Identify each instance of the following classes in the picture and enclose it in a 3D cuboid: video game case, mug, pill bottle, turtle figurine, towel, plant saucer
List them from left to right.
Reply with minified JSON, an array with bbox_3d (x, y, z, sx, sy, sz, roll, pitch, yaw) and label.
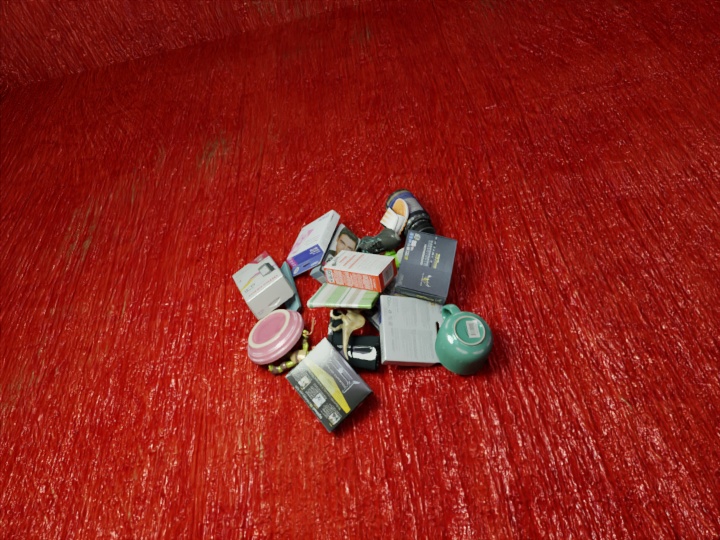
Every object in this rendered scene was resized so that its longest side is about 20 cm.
[{"bbox_3d":[-0.265,0.190,1.578,0.197,0.051,0.202,-24,31,16],"label":"plant saucer"},{"bbox_3d":[-0.234,0.065,1.710,0.019,0.070,0.202,10,41,-33],"label":"plant saucer"},{"bbox_3d":[-0.188,0.251,1.549,0.158,0.065,0.204,-11,60,16],"label":"turtle figurine"},{"bbox_3d":[-0.042,0.080,1.538,0.196,0.031,0.149,1,23,19],"label":"towel"},{"bbox_3d":[0.081,0.085,1.603,0.180,0.026,0.200,-39,68,-14],"label":"video game case"},{"bbox_3d":[0.171,-0.175,1.759,0.110,0.113,0.201,-25,52,-7],"label":"pill bottle"},{"bbox_3d":[0.274,0.182,1.431,0.184,0.115,0.152,35,60,19],"label":"mug"}]

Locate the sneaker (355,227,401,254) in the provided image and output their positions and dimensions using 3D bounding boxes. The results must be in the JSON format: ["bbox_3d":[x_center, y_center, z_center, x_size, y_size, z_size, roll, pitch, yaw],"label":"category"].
[{"bbox_3d":[0.053,-0.075,1.669,0.079,0.076,0.199,-47,17,-33],"label":"sneaker"}]

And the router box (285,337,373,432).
[{"bbox_3d":[-0.085,0.312,1.428,0.157,0.052,0.200,-42,72,-4],"label":"router box"}]

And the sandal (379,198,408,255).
[{"bbox_3d":[0.094,-0.135,1.708,0.079,0.058,0.210,31,105,48],"label":"sandal"}]

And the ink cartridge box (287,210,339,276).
[{"bbox_3d":[-0.168,-0.087,1.743,0.195,0.043,0.203,-23,37,47],"label":"ink cartridge box"}]

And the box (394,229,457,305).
[{"bbox_3d":[0.196,-0.012,1.555,0.154,0.051,0.203,14,65,6],"label":"box"}]

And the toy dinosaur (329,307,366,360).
[{"bbox_3d":[-0.039,0.151,1.495,0.099,0.059,0.202,12,47,15],"label":"toy dinosaur"}]

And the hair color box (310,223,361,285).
[{"bbox_3d":[-0.078,-0.043,1.720,0.060,0.099,0.202,-24,35,50],"label":"hair color box"}]

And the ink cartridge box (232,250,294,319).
[{"bbox_3d":[-0.316,0.044,1.686,0.147,0.086,0.200,-37,35,-8],"label":"ink cartridge box"}]

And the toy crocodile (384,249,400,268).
[{"bbox_3d":[0.073,-0.011,1.695,0.197,0.062,0.068,-23,69,-8],"label":"toy crocodile"}]

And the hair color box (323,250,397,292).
[{"bbox_3d":[0.000,0.000,1.584,0.197,0.065,0.111,10,36,32],"label":"hair color box"}]

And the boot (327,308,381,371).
[{"bbox_3d":[-0.013,0.204,1.536,0.164,0.077,0.203,-1,49,9],"label":"boot"}]

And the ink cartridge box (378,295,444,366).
[{"bbox_3d":[0.152,0.175,1.503,0.196,0.043,0.200,6,60,-14],"label":"ink cartridge box"}]

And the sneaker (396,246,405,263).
[{"bbox_3d":[0.214,-0.005,1.645,0.201,0.073,0.114,51,33,13],"label":"sneaker"}]
